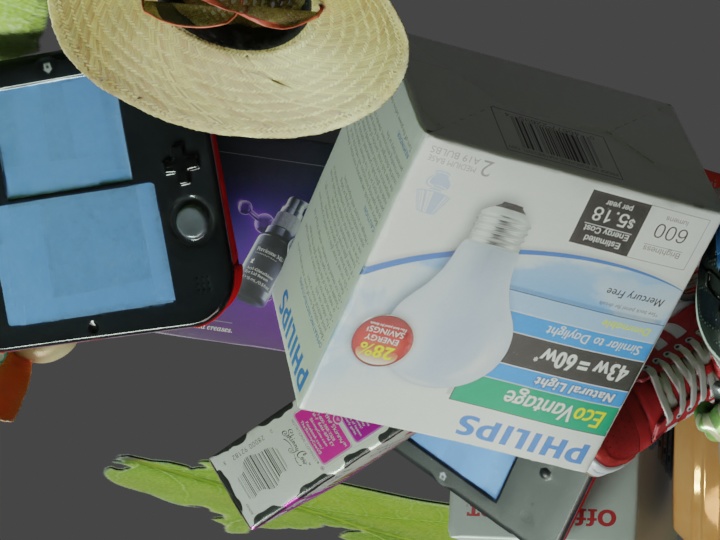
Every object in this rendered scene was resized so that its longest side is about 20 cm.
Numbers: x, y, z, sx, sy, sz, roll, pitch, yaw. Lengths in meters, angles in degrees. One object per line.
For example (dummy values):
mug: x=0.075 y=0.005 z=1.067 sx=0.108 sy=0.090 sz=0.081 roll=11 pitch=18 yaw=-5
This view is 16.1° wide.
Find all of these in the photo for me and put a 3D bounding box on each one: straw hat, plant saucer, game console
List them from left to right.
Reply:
game console: x=-0.174 y=-0.045 z=1.552 sx=0.199 sy=0.178 sz=0.031 roll=-8 pitch=-170 yaw=22
straw hat: x=-0.062 y=-0.158 z=1.302 sx=0.199 sy=0.086 sz=0.201 roll=6 pitch=150 yaw=3
game console: x=0.090 y=0.079 z=1.777 sx=0.199 sy=0.178 sz=0.031 roll=35 pitch=-155 yaw=22
plant saucer: x=0.242 y=0.106 z=1.809 sx=0.037 sy=0.202 sz=0.200 roll=1 pitch=163 yaw=9

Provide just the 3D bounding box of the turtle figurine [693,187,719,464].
turtle figurine: x=0.263 y=0.051 z=1.571 sx=0.143 sy=0.195 sz=0.200 roll=-22 pitch=163 yaw=4

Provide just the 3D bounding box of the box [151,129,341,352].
box: x=-0.083 y=-0.030 z=1.612 sx=0.198 sy=0.142 sz=0.079 roll=8 pitch=-166 yaw=-2

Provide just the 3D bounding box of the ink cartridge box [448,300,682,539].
ink cartridge box: x=0.157 y=0.113 z=1.883 sx=0.144 sy=0.202 sz=0.145 roll=1 pitch=167 yaw=20

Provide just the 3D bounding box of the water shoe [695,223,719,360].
water shoe: x=0.227 y=-0.018 z=1.431 sx=0.071 sy=0.079 sz=0.201 roll=35 pitch=130 yaw=19

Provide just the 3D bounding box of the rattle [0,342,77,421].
rattle: x=-0.214 y=0.024 z=1.763 sx=0.129 sy=0.202 sz=0.143 roll=7 pitch=164 yaw=0

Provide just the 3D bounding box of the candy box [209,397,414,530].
candy box: x=0.012 y=0.089 z=1.712 sx=0.200 sy=0.061 sz=0.136 roll=-36 pitch=173 yaw=27

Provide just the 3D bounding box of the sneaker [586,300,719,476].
sneaker: x=0.216 y=0.066 z=1.620 sx=0.112 sy=0.072 sz=0.200 roll=-11 pitch=-163 yaw=38

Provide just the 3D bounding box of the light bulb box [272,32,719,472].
light bulb box: x=0.076 y=-0.009 z=1.502 sx=0.197 sy=0.125 sz=0.201 roll=13 pitch=121 yaw=-19

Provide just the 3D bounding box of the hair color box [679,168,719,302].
hair color box: x=0.181 y=-0.032 z=1.654 sx=0.199 sy=0.062 sz=0.101 roll=15 pitch=162 yaw=-24
